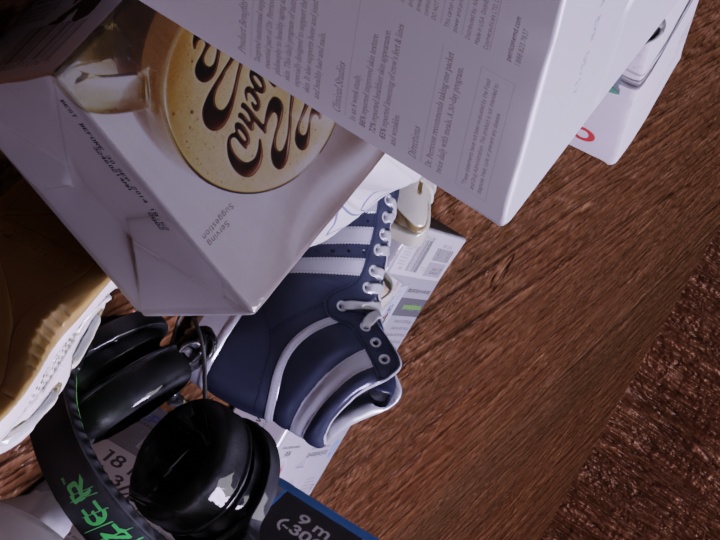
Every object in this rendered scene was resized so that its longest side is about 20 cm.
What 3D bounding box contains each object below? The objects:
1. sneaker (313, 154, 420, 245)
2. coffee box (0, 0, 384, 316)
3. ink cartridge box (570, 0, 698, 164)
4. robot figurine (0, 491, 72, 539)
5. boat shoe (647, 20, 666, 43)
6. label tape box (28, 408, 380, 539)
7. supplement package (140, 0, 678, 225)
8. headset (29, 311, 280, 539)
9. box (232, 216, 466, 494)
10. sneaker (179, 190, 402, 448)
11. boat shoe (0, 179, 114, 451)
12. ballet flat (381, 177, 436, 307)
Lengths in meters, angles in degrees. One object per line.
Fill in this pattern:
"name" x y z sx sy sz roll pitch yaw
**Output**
"sneaker" -0.016 -0.044 1.087 0.087 0.074 0.200 -48 178 -3
"coffee box" -0.033 -0.093 0.825 0.080 0.113 0.200 -1 -137 53
"ink cartridge box" 0.089 -0.155 1.081 0.084 0.146 0.200 -58 168 -26
"robot figurine" -0.174 0.170 0.925 0.113 0.170 0.200 -17 -160 29
"boat shoe" 0.035 -0.086 0.939 0.200 0.071 0.072 -27 163 -6
"label tape box" -0.080 0.136 1.159 0.200 0.144 0.063 -42 158 -50
"supplement package" 0.010 -0.152 0.691 0.151 0.200 0.152 -51 166 -28
"headset" -0.101 0.079 1.049 0.094 0.124 0.200 -36 -166 22
"box" -0.015 0.051 1.423 0.200 0.041 0.156 -60 166 6
"sneaker" 0.000 0.000 1.209 0.200 0.108 0.070 -55 167 -11
"boat shoe" -0.145 0.043 0.827 0.200 0.071 0.069 -45 159 -44
"ballet flat" 0.003 -0.016 1.288 0.200 0.062 0.067 -53 167 -18
